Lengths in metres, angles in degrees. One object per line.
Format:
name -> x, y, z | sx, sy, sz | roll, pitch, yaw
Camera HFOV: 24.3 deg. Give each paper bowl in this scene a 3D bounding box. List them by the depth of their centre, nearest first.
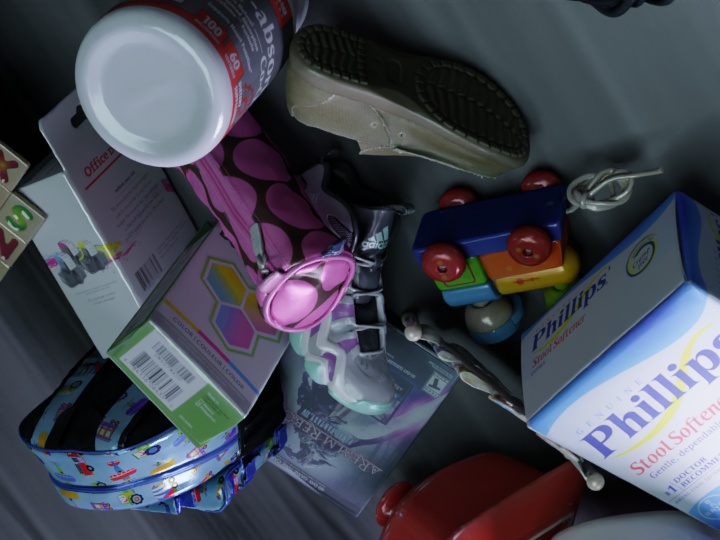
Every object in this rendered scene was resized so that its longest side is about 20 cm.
paper bowl -> 0.222, 0.254, 1.327 | 0.198, 0.105, 0.201 | -6, 160, -2

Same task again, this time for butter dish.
butter dish -> 0.074, 0.231, 1.400 | 0.147, 0.199, 0.201 | 33, 128, 32

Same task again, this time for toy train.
toy train -> 0.150, -0.009, 1.273 | 0.198, 0.085, 0.116 | -11, 126, 25

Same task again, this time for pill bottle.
pill bottle -> -0.113, -0.166, 1.196 | 0.115, 0.200, 0.117 | 9, 123, 15

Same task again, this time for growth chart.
growth chart -> 0.108, 0.097, 1.307 | 0.199, 0.145, 0.018 | 39, 93, 4

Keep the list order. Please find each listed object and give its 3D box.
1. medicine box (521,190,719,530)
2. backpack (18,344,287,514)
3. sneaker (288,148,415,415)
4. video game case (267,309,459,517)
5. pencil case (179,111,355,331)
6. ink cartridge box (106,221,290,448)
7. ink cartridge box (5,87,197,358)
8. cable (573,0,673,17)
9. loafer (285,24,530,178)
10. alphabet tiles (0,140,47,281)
medicine box -> 0.249, 0.071, 1.236 | 0.199, 0.104, 0.182 | 28, 127, -22
backpack -> -0.174, 0.133, 1.386 | 0.181, 0.200, 0.136 | 0, 115, 27
sneaker -> 0.000, 0.000, 1.296 | 0.140, 0.077, 0.201 | -38, 76, 32
video game case -> -0.016, 0.111, 1.439 | 0.142, 0.019, 0.201 | 33, 124, -1
pencil case -> -0.084, -0.053, 1.255 | 0.091, 0.093, 0.200 | -54, 56, 26
ink cartridge box -> -0.108, 0.034, 1.314 | 0.059, 0.200, 0.104 | -35, 104, 33
ink cartridge box -> -0.208, -0.047, 1.354 | 0.067, 0.115, 0.201 | -16, 112, 29
cable -> 0.170, -0.226, 1.105 | 0.198, 0.051, 0.163 | -5, 146, 37
loafer -> 0.032, -0.119, 1.241 | 0.198, 0.077, 0.068 | 23, 139, -13
alphabet tiles -> -0.343, -0.053, 1.325 | 0.166, 0.006, 0.200 | 38, 128, -8
